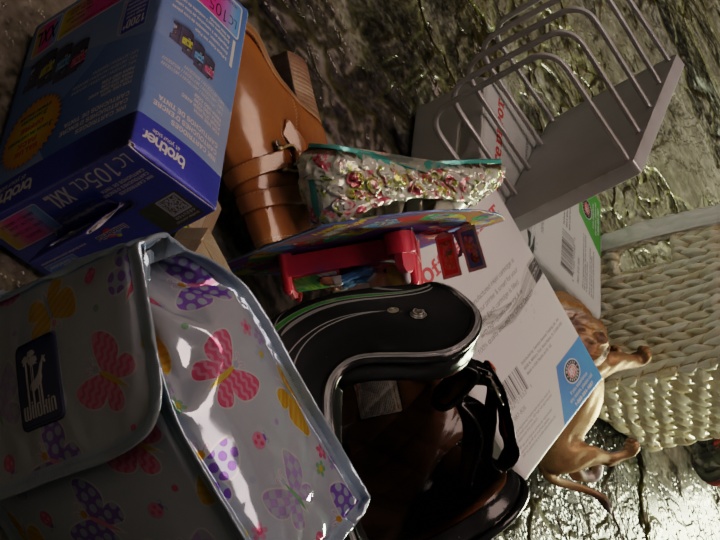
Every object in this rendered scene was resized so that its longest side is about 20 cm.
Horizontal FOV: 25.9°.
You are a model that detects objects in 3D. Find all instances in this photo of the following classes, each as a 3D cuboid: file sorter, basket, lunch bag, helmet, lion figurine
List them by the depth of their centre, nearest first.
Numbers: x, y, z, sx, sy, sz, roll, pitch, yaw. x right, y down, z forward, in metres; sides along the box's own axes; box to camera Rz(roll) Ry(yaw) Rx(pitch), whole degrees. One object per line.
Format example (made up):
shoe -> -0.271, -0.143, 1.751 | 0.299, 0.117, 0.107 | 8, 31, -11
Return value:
lunch bag -> -0.123, 0.090, 0.841 | 0.201, 0.169, 0.127 | 63, 36, -12
helmet -> -0.006, 0.108, 0.986 | 0.190, 0.200, 0.201 | -24, 92, -16
file sorter -> 0.163, -0.147, 1.298 | 0.125, 0.138, 0.200 | 54, 35, -15
lion figurine -> 0.185, 0.118, 1.364 | 0.122, 0.072, 0.201 | 0, 93, -35
basket -> 0.313, 0.061, 1.498 | 0.200, 0.198, 0.162 | 33, 50, -47

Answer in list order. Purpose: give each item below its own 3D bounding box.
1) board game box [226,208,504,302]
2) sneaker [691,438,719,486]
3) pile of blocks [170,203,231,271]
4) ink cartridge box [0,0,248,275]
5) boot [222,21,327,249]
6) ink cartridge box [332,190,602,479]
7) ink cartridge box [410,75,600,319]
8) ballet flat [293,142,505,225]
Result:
board game box -> 0.000, 0.000, 1.059 | 0.158, 0.200, 0.039 | -3, 80, -40
sneaker -> 0.416, 0.194, 1.692 | 0.098, 0.071, 0.200 | 62, 30, -5
pile of blocks -> -0.114, 0.018, 0.976 | 0.200, 0.082, 0.062 | -108, 174, -52
ink cartridge box -> -0.148, -0.082, 0.938 | 0.076, 0.136, 0.201 | 37, 42, -37
boot -> -0.090, -0.089, 1.108 | 0.200, 0.076, 0.156 | 18, 60, -60
ink cartridge box -> 0.087, 0.050, 1.241 | 0.145, 0.084, 0.200 | -43, 109, -42
ink cartridge box -> 0.131, -0.053, 1.397 | 0.200, 0.083, 0.147 | 43, 40, -35
ballet flat -> 0.029, -0.056, 1.147 | 0.199, 0.075, 0.064 | 0, 93, -42
